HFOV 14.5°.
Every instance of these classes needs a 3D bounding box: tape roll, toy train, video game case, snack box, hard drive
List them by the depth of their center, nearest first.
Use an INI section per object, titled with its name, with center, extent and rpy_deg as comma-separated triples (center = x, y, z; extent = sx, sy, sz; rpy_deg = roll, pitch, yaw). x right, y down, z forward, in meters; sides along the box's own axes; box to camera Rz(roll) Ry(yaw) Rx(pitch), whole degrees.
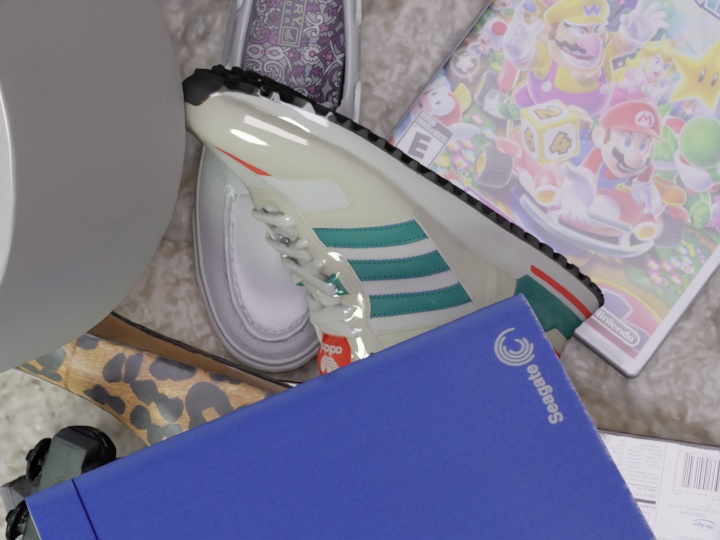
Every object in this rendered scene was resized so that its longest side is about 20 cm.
[hard drive]
center = -0.005, 0.099, 1.008
extent = 0.199, 0.025, 0.132
rpy_deg = -22, 57, -8
[tape roll]
center = -0.181, -0.050, 1.024
extent = 0.201, 0.139, 0.204
rpy_deg = 4, 100, 21
[toy train]
center = -0.137, 0.152, 1.127
extent = 0.034, 0.046, 0.201
rpy_deg = 24, 108, 14
[snack box]
center = 0.056, 0.095, 1.158
extent = 0.198, 0.024, 0.072
rpy_deg = 9, 89, 1
[video game case]
center = 0.116, -0.077, 1.170
extent = 0.143, 0.018, 0.200
rpy_deg = 37, 88, 3

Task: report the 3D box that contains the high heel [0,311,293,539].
[high heel]
center = -0.101, 0.004, 1.127
extent = 0.142, 0.071, 0.201
rpy_deg = -16, 101, 18

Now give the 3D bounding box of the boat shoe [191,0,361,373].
[boat shoe]
center = -0.028, -0.060, 1.146
extent = 0.071, 0.069, 0.202
rpy_deg = 11, 87, 2

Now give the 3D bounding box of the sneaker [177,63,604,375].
[sneaker]
center = 0.000, 0.000, 1.094
extent = 0.199, 0.070, 0.094
rpy_deg = 31, 90, -29
